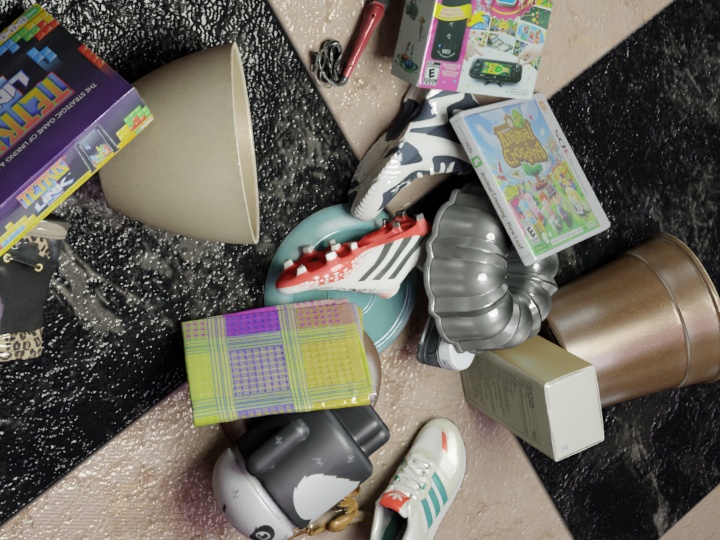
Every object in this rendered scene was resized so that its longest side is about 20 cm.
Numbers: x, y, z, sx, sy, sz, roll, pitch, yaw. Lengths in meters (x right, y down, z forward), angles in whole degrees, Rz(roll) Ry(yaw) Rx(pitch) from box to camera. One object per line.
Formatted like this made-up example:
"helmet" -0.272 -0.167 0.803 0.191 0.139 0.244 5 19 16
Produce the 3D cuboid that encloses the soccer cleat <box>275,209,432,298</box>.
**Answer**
"soccer cleat" 0.000 0.000 1.480 0.200 0.069 0.085 -24 110 -26

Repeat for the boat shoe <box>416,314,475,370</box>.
"boat shoe" 0.121 0.027 1.582 0.072 0.068 0.200 44 60 -43

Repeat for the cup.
"cup" -0.183 -0.118 1.321 0.143 0.200 0.201 -6 109 0

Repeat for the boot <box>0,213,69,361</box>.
"boot" -0.390 0.011 1.302 0.200 0.073 0.151 2 104 -34

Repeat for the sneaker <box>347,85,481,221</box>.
"sneaker" 0.082 -0.119 1.510 0.130 0.079 0.199 35 77 -23

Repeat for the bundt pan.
"bundt pan" 0.160 -0.002 1.516 0.202 0.076 0.202 -3 94 -51

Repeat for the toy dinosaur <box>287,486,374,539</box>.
"toy dinosaur" -0.024 0.294 1.600 0.200 0.060 0.106 0 137 -33

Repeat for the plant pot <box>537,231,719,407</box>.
"plant pot" 0.312 0.078 1.640 0.198 0.200 0.200 -20 113 -13

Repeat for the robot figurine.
"robot figurine" -0.065 0.211 1.456 0.200 0.125 0.150 -37 115 -4

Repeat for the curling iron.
"curling iron" 0.009 -0.286 1.453 0.050 0.026 0.200 34 87 -34

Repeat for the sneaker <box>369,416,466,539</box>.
"sneaker" 0.065 0.266 1.588 0.200 0.070 0.093 -66 154 -10

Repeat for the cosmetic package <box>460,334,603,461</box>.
"cosmetic package" 0.198 0.135 1.577 0.071 0.200 0.105 -19 114 -21

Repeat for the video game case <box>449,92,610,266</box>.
"video game case" 0.196 -0.109 1.508 0.200 0.022 0.182 -21 83 -53

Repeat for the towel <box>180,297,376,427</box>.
"towel" -0.086 0.098 1.427 0.200 0.144 0.023 -7 140 -7

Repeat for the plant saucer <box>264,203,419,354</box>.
"plant saucer" -0.014 0.023 1.532 0.200 0.027 0.200 -8 108 -27

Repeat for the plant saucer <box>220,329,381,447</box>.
"plant saucer" -0.064 0.142 1.518 0.200 0.032 0.200 -9 116 -19

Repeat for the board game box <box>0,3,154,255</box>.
"board game box" -0.321 -0.132 1.239 0.200 0.165 0.057 -44 150 -11

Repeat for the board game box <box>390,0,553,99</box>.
"board game box" 0.128 -0.291 1.418 0.147 0.064 0.200 2 108 -28
